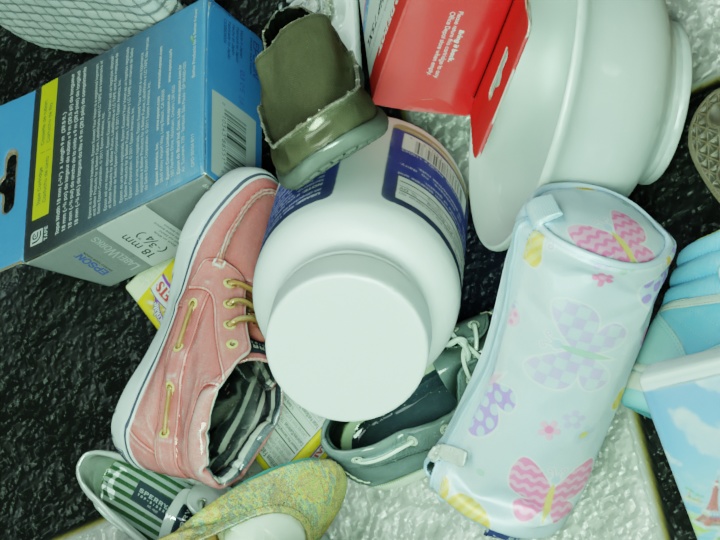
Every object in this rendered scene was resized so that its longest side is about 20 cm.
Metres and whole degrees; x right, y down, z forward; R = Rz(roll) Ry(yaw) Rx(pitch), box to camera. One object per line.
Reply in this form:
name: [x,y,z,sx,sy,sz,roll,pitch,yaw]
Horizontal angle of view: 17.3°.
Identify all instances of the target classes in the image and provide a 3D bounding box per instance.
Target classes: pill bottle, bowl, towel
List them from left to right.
towel: [-0.203,-0.221,1.608,0.199,0.165,0.086,8,71,35]
pill bottle: [0.000,0.000,1.359,0.119,0.120,0.200,-33,18,19]
bowl: [0.132,-0.104,1.362,0.201,0.090,0.203,-171,90,-77]

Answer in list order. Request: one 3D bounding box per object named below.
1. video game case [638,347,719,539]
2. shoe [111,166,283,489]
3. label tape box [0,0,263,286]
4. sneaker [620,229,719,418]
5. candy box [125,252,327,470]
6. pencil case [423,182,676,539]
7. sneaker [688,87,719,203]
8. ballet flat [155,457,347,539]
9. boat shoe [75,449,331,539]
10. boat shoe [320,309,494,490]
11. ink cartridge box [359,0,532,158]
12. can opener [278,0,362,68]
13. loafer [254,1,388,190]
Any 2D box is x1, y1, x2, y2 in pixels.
video game case: [0.261,0.111,1.194,0.199,0.022,0.183,-15,105,28]
shoe: [-0.075,0.035,1.439,0.091,0.071,0.201,12,75,46]
label tape box: [-0.158,-0.073,1.569,0.199,0.063,0.145,-23,51,31]
sneaker: [0.240,0.033,1.271,0.199,0.079,0.132,12,81,35]
candy box: [-0.065,0.038,1.503,0.102,0.026,0.200,-48,53,10]
pencil case: [0.102,0.050,1.300,0.083,0.090,0.201,-80,8,-59]
sneaker: [0.262,-0.027,1.263,0.200,0.075,0.071,38,97,27]
ballet flat: [-0.089,0.177,1.366,0.199,0.071,0.071,-25,57,-7]
boat shoe: [-0.099,0.164,1.453,0.199,0.067,0.074,17,82,37]
boat shoe: [0.063,0.065,1.386,0.199,0.062,0.073,-32,58,20]
ink cartridge box: [0.046,-0.178,1.425,0.117,0.067,0.201,110,160,-45]
can opener: [-0.016,-0.101,1.509,0.052,0.066,0.202,-9,76,28]
loafer: [-0.035,-0.106,1.377,0.075,0.070,0.200,-32,19,4]
